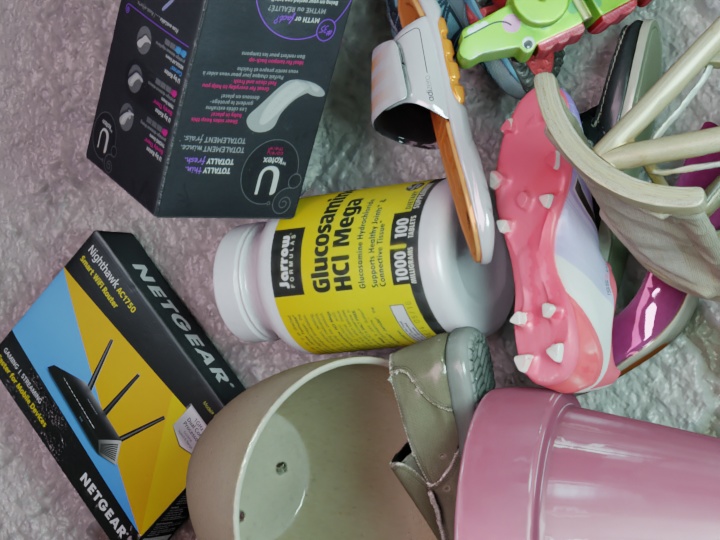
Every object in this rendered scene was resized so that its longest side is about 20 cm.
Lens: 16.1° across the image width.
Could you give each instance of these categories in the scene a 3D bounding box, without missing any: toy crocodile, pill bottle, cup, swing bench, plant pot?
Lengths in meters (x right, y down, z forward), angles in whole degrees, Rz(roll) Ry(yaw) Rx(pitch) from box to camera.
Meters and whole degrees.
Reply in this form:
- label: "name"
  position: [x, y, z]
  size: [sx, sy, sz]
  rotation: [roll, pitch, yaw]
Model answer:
- label: "toy crocodile"
  position: [0.152, -0.180, 1.670]
  size: [0.199, 0.068, 0.062]
  rotation: [-28, 86, -9]
- label: "pill bottle"
  position: [0.000, 0.000, 1.779]
  size: [0.199, 0.112, 0.113]
  rotation: [-7, 86, 32]
- label: "cup"
  position: [-0.042, 0.155, 1.780]
  size: [0.143, 0.199, 0.202]
  rotation: [6, 94, 55]
- label: "swing bench"
  position: [0.230, -0.074, 1.534]
  size: [0.199, 0.199, 0.130]
  rotation: [-29, 67, 8]
- label: "plant pot"
  position: [0.169, 0.176, 1.638]
  size: [0.177, 0.200, 0.202]
  rotation: [-1, 90, 17]

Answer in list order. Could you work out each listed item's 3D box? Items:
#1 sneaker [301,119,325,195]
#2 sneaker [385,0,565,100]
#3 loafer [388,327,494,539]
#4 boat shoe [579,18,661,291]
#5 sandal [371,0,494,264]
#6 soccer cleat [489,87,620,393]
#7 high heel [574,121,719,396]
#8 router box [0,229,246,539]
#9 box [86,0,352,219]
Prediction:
- label: "sneaker"
  position: [-0.099, -0.129, 1.876]
  size: [0.099, 0.069, 0.201]
  rotation: [-35, 69, 36]
- label: "sneaker"
  position: [0.067, -0.183, 1.770]
  size: [0.201, 0.079, 0.096]
  rotation: [57, 131, 27]
- label: "loafer"
  position: [0.059, 0.129, 1.723]
  size: [0.069, 0.075, 0.202]
  rotation: [0, 114, 17]
- label: "boat shoe"
  position: [0.155, -0.074, 1.703]
  size: [0.066, 0.074, 0.201]
  rotation: [14, 107, 20]
- label: "sandal"
  position: [0.039, -0.098, 1.679]
  size: [0.059, 0.079, 0.208]
  rotation: [-12, 67, -7]
- label: "soccer cleat"
  position: [0.131, -0.019, 1.650]
  size: [0.066, 0.076, 0.202]
  rotation: [-16, 71, 40]
- label: "high heel"
  position: [0.189, -0.004, 1.678]
  size: [0.200, 0.067, 0.096]
  rotation: [-41, 79, 21]
- label: "router box"
  position: [-0.178, 0.092, 1.929]
  size: [0.149, 0.051, 0.200]
  rotation: [-48, 66, 22]
- label: "box"
  position: [-0.094, -0.146, 1.728]
  size: [0.106, 0.122, 0.201]
  rotation: [37, 119, 47]
